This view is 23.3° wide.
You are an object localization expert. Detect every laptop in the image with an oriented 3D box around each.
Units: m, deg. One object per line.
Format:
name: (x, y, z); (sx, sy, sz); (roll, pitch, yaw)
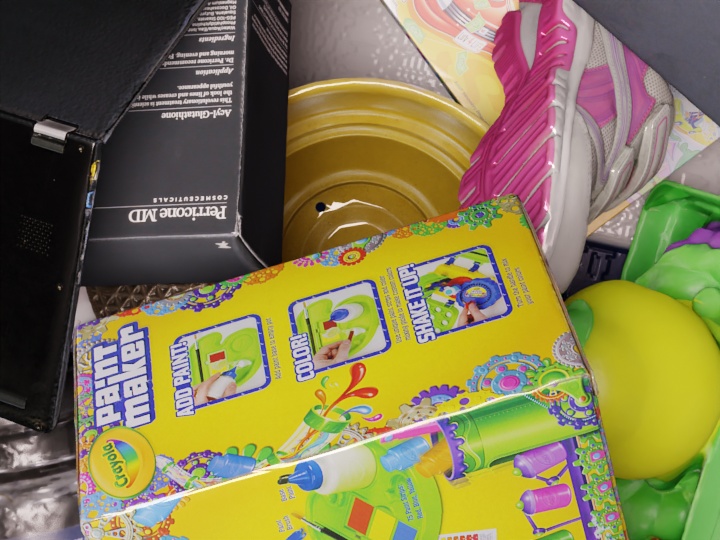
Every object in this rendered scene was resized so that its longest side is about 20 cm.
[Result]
laptop: (-0.173, -0.063, 0.766); (0.187, 0.116, 0.201); (18, 108, 17)

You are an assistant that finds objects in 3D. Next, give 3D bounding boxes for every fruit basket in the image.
fruit basket: (0.144, 0.057, 0.875); (0.215, 0.155, 0.216); (-4, 103, -19)

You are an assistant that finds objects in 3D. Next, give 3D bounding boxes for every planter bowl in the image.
planter bowl: (0.000, 0.000, 0.912); (0.200, 0.083, 0.201); (0, 96, 1)

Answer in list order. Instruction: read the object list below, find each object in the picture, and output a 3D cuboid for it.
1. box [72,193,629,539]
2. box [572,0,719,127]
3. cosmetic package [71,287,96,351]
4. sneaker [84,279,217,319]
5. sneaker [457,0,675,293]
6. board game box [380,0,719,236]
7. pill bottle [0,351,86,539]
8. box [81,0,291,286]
box: (0.006, 0.105, 0.717); (0.192, 0.122, 0.200); (-16, 127, 1)
box: (0.243, -0.154, 0.835); (0.200, 0.124, 0.197); (39, 61, -5)
cosmetic package: (-0.134, -0.057, 0.912); (0.101, 0.071, 0.201); (22, 96, -3)
sneaker: (-0.086, 0.032, 0.846); (0.070, 0.076, 0.201); (-13, 74, 7)
sneaker: (0.109, -0.062, 0.836); (0.088, 0.081, 0.200); (28, 53, -17)
board game box: (0.103, -0.131, 0.923); (0.134, 0.034, 0.200); (-37, 95, 3)
pill bottle: (-0.144, 0.144, 0.832); (0.111, 0.112, 0.201); (-9, 96, 1)
box: (-0.138, -0.067, 0.804); (0.199, 0.079, 0.142); (-2, 72, 12)
